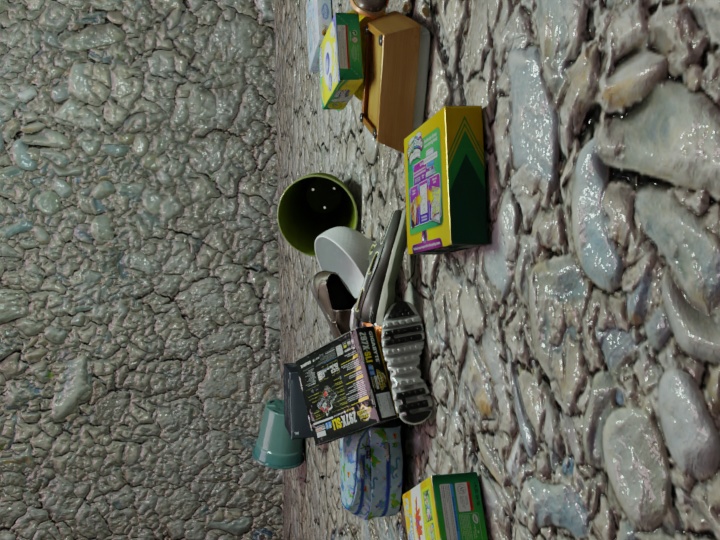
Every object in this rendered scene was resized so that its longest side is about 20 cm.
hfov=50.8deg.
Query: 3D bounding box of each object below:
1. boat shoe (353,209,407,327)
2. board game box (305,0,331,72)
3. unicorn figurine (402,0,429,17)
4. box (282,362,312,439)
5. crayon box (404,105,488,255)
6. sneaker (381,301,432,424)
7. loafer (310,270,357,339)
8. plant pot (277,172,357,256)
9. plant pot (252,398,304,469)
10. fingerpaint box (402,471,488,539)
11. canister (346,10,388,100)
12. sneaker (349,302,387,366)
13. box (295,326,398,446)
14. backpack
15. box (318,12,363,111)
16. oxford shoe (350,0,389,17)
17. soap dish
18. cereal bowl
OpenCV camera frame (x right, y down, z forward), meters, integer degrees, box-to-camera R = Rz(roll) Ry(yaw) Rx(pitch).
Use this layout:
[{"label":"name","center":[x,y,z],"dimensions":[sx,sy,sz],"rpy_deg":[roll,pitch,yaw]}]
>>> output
[{"label":"boat shoe","center":[0.037,-0.010,1.294],"dimensions":[0.072,0.059,0.206],"rpy_deg":[38,-115,-72]},{"label":"board game box","center":[-0.113,-0.677,2.067],"dimensions":[0.199,0.040,0.205],"rpy_deg":[141,126,-76]},{"label":"unicorn figurine","center":[0.081,-0.455,1.145],"dimensions":[0.200,0.072,0.140],"rpy_deg":[129,149,-51]},{"label":"box","center":[-0.172,0.396,2.337],"dimensions":[0.200,0.114,0.202],"rpy_deg":[-175,83,-79]},{"label":"crayon box","center":[0.113,-0.116,1.045],"dimensions":[0.200,0.057,0.177],"rpy_deg":[170,99,-78]},{"label":"sneaker","center":[0.072,0.155,1.265],"dimensions":[0.081,0.073,0.205],"rpy_deg":[100,166,-76]},{"label":"loafer","center":[-0.026,0.089,1.426],"dimensions":[0.202,0.073,0.071],"rpy_deg":[55,157,-1]},{"label":"plant pot","center":[-0.092,-0.154,1.802],"dimensions":[0.201,0.182,0.192],"rpy_deg":[-82,-5,-70]},{"label":"plant pot","center":[-0.292,0.594,2.803],"dimensions":[0.200,0.195,0.201],"rpy_deg":[-130,47,-71]},{"label":"fingerpaint box","center":[0.122,0.397,1.046],"dimensions":[0.168,0.071,0.204],"rpy_deg":[114,152,-62]},{"label":"canister","center":[0.012,-0.406,1.418],"dimensions":[0.201,0.084,0.152],"rpy_deg":[-117,27,-66]},{"label":"sneaker","center":[0.033,0.157,1.350],"dimensions":[0.111,0.077,0.205],"rpy_deg":[18,117,44]},{"label":"box","center":[-0.030,0.206,1.334],"dimensions":[0.199,0.049,0.163],"rpy_deg":[-32,70,46]},{"label":"backpack","center":[0.024,0.352,1.399],"dimensions":[0.163,0.151,0.205],"rpy_deg":[-178,74,-71]},{"label":"box","center":[-0.039,-0.363,1.346],"dimensions":[0.200,0.047,0.121],"rpy_deg":[156,111,-79]},{"label":"oxford shoe","center":[0.025,-0.510,1.289],"dimensions":[0.073,0.070,0.204],"rpy_deg":[114,167,-54]},{"label":"soap dish","center":[0.052,-0.310,1.246],"dimensions":[0.158,0.079,0.204],"rpy_deg":[-115,25,-61]},{"label":"cereal bowl","center":[0.000,0.000,1.460],"dimensions":[0.200,0.082,0.202],"rpy_deg":[47,157,27]}]
